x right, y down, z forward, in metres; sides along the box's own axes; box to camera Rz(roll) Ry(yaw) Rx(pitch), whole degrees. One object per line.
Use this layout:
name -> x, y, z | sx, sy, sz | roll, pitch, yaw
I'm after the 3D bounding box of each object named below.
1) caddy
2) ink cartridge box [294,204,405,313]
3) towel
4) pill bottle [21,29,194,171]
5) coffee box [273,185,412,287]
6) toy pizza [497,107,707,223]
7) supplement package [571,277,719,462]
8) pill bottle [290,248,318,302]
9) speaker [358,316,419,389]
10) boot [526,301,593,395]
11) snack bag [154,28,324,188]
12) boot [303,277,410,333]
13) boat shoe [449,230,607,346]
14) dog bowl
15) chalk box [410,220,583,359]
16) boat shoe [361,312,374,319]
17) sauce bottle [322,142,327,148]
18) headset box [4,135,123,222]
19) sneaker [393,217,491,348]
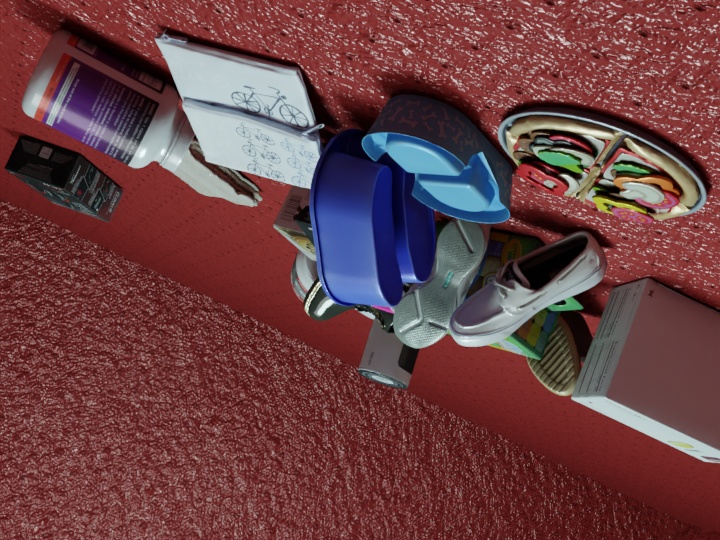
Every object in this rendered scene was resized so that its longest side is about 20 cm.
caddy -> 0.006, -0.054, 1.181 | 0.104, 0.141, 0.202 | 10, 119, 33
ink cartridge box -> 0.000, 0.000, 1.389 | 0.094, 0.037, 0.200 | 16, 150, 51
towel -> -0.245, -0.153, 1.615 | 0.132, 0.035, 0.200 | 15, 166, 35
pill bottle -> -0.301, -0.199, 1.305 | 0.199, 0.113, 0.112 | 27, 168, -16
coffee box -> -0.005, -0.051, 1.480 | 0.199, 0.080, 0.113 | 16, 164, 34
toy pizza -> 0.216, -0.088, 0.983 | 0.198, 0.032, 0.200 | 23, 169, 5
supplement package -> 0.388, 0.126, 1.309 | 0.198, 0.157, 0.111 | 25, 168, -6
pill bottle -> -0.050, -0.004, 1.704 | 0.113, 0.115, 0.200 | 24, 169, -3
speaker -> 0.062, 0.067, 1.591 | 0.080, 0.202, 0.081 | 17, 165, 5
boot -> 0.286, 0.103, 1.451 | 0.166, 0.072, 0.201 | 27, -149, -39
snack bag -> -0.123, -0.169, 1.183 | 0.187, 0.022, 0.201 | 18, 150, 22
boot -> 0.007, 0.051, 1.532 | 0.199, 0.139, 0.077 | -36, 138, 27
boat shoe -> 0.183, 0.015, 1.225 | 0.065, 0.199, 0.074 | 49, -169, -47
dog bowl -> 0.085, -0.111, 1.079 | 0.111, 0.050, 0.200 | 8, 161, 38
chalk box -> 0.182, 0.030, 1.363 | 0.199, 0.125, 0.125 | 14, 167, 39
boat shoe -> -0.020, 0.026, 1.952 | 0.199, 0.073, 0.062 | 24, 145, -22
sauce bottle -> -0.014, -0.108, 1.282 | 0.199, 0.066, 0.066 | 36, 165, -25
headset box -> -0.565, -0.171, 2.076 | 0.147, 0.076, 0.200 | 19, 168, 20
sneaker -> 0.107, 0.012, 1.298 | 0.070, 0.201, 0.080 | 35, -150, 9
